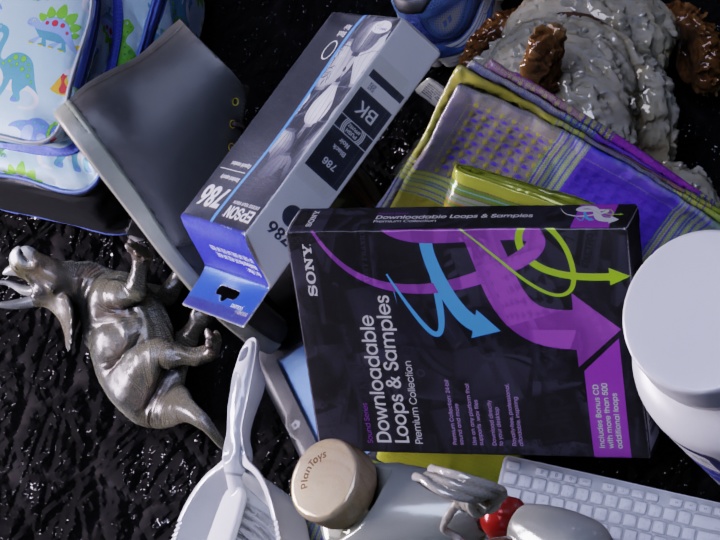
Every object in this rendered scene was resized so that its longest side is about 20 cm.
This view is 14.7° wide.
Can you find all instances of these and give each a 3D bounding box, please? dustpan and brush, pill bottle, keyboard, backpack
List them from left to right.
[{"bbox_3d":[-0.201,-0.144,1.817,0.182,0.147,0.201,11,73,25],"label":"backpack"},{"bbox_3d":[-0.073,0.142,1.671,0.139,0.057,0.201,-8,62,54],"label":"dustpan and brush"},{"bbox_3d":[0.171,0.154,1.589,0.199,0.011,0.057,12,74,14],"label":"keyboard"},{"bbox_3d":[0.215,0.053,1.522,0.119,0.200,0.120,-8,68,21],"label":"pill bottle"}]

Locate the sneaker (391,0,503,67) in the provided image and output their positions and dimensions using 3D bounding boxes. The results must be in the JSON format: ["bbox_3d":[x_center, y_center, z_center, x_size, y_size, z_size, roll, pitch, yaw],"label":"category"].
[{"bbox_3d":[0.063,-0.234,1.764,0.078,0.089,0.201,2,70,24],"label":"sneaker"}]

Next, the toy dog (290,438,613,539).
[{"bbox_3d":[0.040,0.161,1.554,0.200,0.131,0.097,9,80,60],"label":"toy dog"}]

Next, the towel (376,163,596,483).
[{"bbox_3d":[0.071,0.037,1.602,0.086,0.018,0.201,20,119,9],"label":"towel"}]

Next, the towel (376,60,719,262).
[{"bbox_3d":[0.112,-0.023,1.598,0.199,0.023,0.144,31,128,-4],"label":"towel"}]

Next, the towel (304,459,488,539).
[{"bbox_3d":[0.003,0.217,1.647,0.143,0.023,0.201,19,86,29],"label":"towel"}]

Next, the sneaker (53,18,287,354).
[{"bbox_3d":[-0.086,-0.050,1.710,0.106,0.075,0.200,-39,99,-2],"label":"sneaker"}]

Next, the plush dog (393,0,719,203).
[{"bbox_3d":[0.124,-0.114,1.664,0.199,0.161,0.172,5,37,16],"label":"plush dog"}]

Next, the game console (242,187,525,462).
[{"bbox_3d":[0.026,0.052,1.707,0.176,0.031,0.201,-33,60,10],"label":"game console"}]

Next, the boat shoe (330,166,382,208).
[{"bbox_3d":[0.000,0.000,1.681,0.076,0.074,0.200,-43,59,7],"label":"boat shoe"}]

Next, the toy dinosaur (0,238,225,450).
[{"bbox_3d":[-0.137,0.048,1.769,0.102,0.077,0.200,-47,71,24],"label":"toy dinosaur"}]

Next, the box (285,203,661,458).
[{"bbox_3d":[0.063,0.035,1.573,0.199,0.036,0.144,0,115,20],"label":"box"}]

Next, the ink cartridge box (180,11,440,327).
[{"bbox_3d":[-0.041,-0.063,1.640,0.200,0.039,0.099,-56,26,-10],"label":"ink cartridge box"}]
